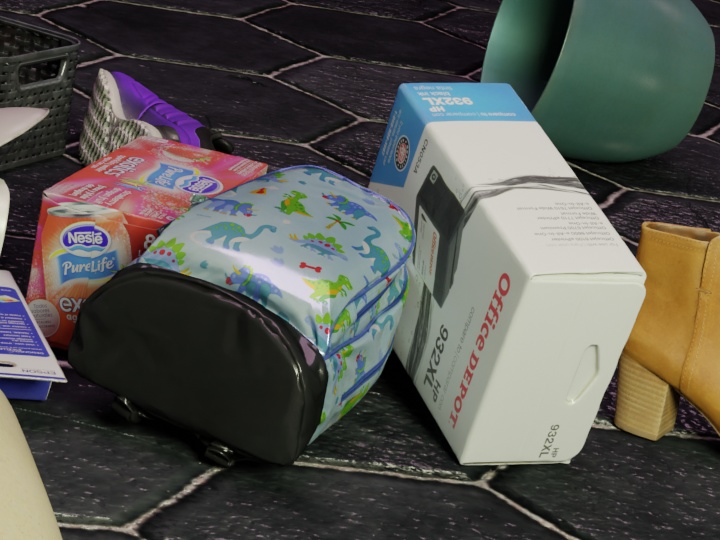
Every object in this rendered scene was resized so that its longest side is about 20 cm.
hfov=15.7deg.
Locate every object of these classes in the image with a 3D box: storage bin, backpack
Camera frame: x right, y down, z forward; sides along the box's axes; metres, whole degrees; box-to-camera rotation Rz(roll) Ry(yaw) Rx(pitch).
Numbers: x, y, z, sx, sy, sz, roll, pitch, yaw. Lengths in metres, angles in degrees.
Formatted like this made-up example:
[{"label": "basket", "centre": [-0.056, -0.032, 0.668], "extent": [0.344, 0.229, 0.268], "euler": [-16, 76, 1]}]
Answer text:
[{"label": "storage bin", "centre": [-0.334, -0.151, 2.037], "extent": [0.199, 0.094, 0.135], "euler": [16, 17, 23]}, {"label": "backpack", "centre": [-0.049, 0.021, 1.538], "extent": [0.163, 0.154, 0.200], "euler": [23, 12, 23]}]

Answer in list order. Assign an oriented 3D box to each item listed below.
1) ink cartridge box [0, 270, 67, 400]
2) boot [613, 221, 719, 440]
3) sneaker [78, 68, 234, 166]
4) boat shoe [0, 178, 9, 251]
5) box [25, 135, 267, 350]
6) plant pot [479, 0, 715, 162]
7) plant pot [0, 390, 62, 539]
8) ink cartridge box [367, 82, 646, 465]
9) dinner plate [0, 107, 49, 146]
[{"label": "ink cartridge box", "centre": [-0.238, 0.040, 1.545], "extent": [0.094, 0.037, 0.200], "euler": [5, 14, -19]}, {"label": "boot", "centre": [0.255, 0.051, 1.617], "extent": [0.200, 0.145, 0.071], "euler": [15, 17, 17]}, {"label": "sneaker", "centre": [-0.152, -0.095, 2.021], "extent": [0.099, 0.070, 0.200], "euler": [11, 19, -24]}, {"label": "boat shoe", "centre": [-0.272, -0.043, 1.708], "extent": [0.062, 0.073, 0.200], "euler": [9, 7, -17]}, {"label": "box", "centre": [-0.135, -0.014, 1.678], "extent": [0.095, 0.100, 0.200], "euler": [13, 16, 11]}, {"label": "plant pot", "centre": [0.219, -0.187, 2.342], "extent": [0.160, 0.201, 0.201], "euler": [17, 13, -17]}, {"label": "plant pot", "centre": [-0.176, 0.155, 0.979], "extent": [0.187, 0.188, 0.200], "euler": [0, 33, -33]}, {"label": "ink cartridge box", "centre": [0.077, 0.000, 1.585], "extent": [0.083, 0.146, 0.200], "euler": [0, 37, -27]}, {"label": "dinner plate", "centre": [-0.298, -0.069, 1.713], "extent": [0.199, 0.024, 0.200], "euler": [-23, 10, 4]}]
